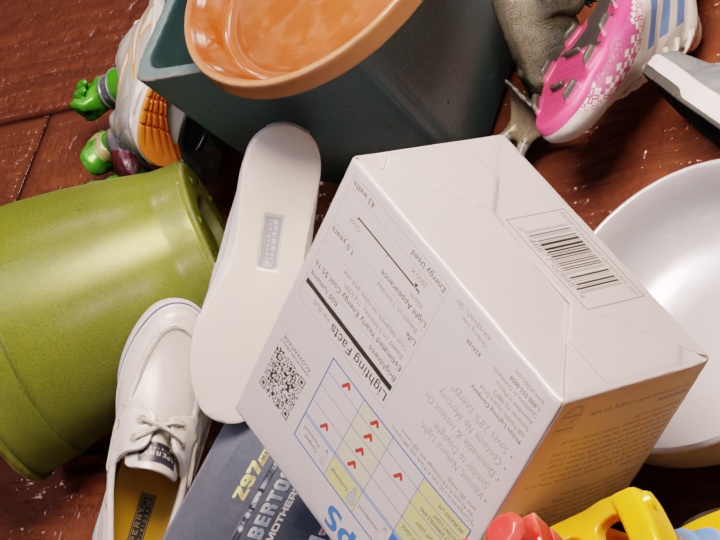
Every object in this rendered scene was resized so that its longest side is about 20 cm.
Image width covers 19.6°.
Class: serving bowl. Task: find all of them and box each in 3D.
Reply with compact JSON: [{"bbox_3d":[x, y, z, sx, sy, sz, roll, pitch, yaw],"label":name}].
[{"bbox_3d":[0.209,0.034,1.221,0.199,0.066,0.201,-22,46,24],"label":"serving bowl"}]

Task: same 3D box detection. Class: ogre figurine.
[{"bbox_3d":[-0.163,-0.097,1.615,0.120,0.098,0.200,-38,29,26],"label":"ogre figurine"}]

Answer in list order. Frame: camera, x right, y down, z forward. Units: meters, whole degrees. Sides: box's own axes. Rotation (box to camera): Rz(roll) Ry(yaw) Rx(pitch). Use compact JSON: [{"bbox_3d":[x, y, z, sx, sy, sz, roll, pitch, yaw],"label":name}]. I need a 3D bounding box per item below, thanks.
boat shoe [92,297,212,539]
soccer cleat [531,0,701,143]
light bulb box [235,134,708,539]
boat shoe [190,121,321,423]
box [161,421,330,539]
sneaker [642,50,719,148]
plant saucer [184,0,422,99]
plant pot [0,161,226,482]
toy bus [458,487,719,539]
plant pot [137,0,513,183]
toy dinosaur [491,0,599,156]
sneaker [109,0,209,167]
[{"bbox_3d":[-0.137,0.119,1.386,0.070,0.071,0.201,-164,89,-78],"label":"boat shoe"},{"bbox_3d":[0.183,-0.151,1.370,0.070,0.086,0.201,-24,34,56],"label":"soccer cleat"},{"bbox_3d":[0.056,0.065,1.176,0.198,0.124,0.201,51,132,30],"label":"light bulb box"},{"bbox_3d":[-0.069,0.001,1.387,0.072,0.069,0.201,7,91,0],"label":"boat shoe"},{"bbox_3d":[-0.030,0.135,1.350,0.157,0.051,0.201,10,64,45],"label":"box"},{"bbox_3d":[0.273,-0.120,1.276,0.200,0.084,0.121,36,89,41],"label":"sneaker"},{"bbox_3d":[-0.023,-0.190,1.316,0.200,0.032,0.201,-23,45,25],"label":"plant saucer"},{"bbox_3d":[-0.183,0.019,1.485,0.192,0.201,0.201,-25,44,5],"label":"plant pot"},{"bbox_3d":[0.136,0.177,1.073,0.199,0.192,0.136,-30,42,15],"label":"toy bus"},{"bbox_3d":[0.002,-0.162,1.449,0.195,0.200,0.197,-3,56,37],"label":"plant pot"},{"bbox_3d":[0.124,-0.167,1.405,0.077,0.201,0.102,3,22,29],"label":"toy dinosaur"},{"bbox_3d":[-0.141,-0.179,1.520,0.092,0.075,0.201,16,87,54],"label":"sneaker"}]
